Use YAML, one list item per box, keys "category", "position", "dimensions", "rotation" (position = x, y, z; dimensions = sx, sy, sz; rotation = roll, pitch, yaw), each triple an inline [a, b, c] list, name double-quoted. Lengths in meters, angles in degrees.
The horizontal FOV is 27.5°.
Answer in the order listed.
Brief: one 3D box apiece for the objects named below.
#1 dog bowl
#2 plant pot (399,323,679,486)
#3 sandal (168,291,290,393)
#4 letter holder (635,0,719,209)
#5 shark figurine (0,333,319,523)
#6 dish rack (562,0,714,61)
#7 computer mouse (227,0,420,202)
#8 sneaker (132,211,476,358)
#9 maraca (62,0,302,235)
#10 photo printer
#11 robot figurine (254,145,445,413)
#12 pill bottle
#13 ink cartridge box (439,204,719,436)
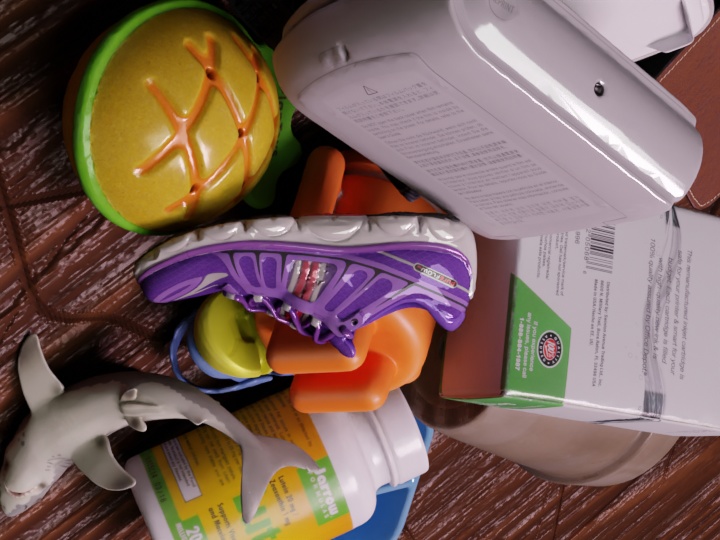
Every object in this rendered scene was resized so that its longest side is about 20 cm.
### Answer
- category: "dog bowl"
  position: [-0.002, 0.165, 1.182]
  dimensions: [0.111, 0.050, 0.201]
  rotation: [-8, 126, -35]
- category: "plant pot"
  position: [0.121, 0.061, 1.086]
  dimensions: [0.173, 0.200, 0.200]
  rotation: [5, 119, -43]
- category: "sandal"
  position: [-0.059, 0.045, 1.034]
  dimensions: [0.087, 0.080, 0.200]
  rotation: [-27, 162, 39]
- category: "letter holder"
  position: [0.239, -0.161, 0.974]
  dimensions: [0.200, 0.101, 0.142]
  rotation: [-47, 136, -3]
- category: "shark figurine"
  position: [-0.141, 0.093, 0.974]
  dimensions: [0.089, 0.214, 0.129]
  rotation: [-38, 123, -72]
- category: "dish rack"
  position: [0.113, -0.164, 0.814]
  dimensions: [0.171, 0.044, 0.200]
  rotation: [-19, 147, 10]
- category: "computer mouse"
  position: [-0.024, -0.116, 0.871]
  dimensions: [0.034, 0.059, 0.200]
  rotation: [-28, 112, 21]
- category: "sneaker"
  position: [-0.032, 0.009, 0.848]
  dimensions: [0.199, 0.081, 0.084]
  rotation: [-1, 89, 3]
- category: "maraca"
  position: [-0.094, -0.089, 0.864]
  dimensions: [0.200, 0.107, 0.138]
  rotation: [-8, 113, -55]
- category: "photo printer"
  position: [0.061, -0.094, 0.795]
  dimensions: [0.200, 0.166, 0.070]
  rotation: [32, 67, -30]
- category: "robot figurine"
  position: [0.000, 0.001, 0.967]
  dimensions: [0.144, 0.200, 0.117]
  rotation: [30, 138, -14]
- category: "pill bottle"
  position: [-0.057, 0.147, 1.052]
  dimensions: [0.199, 0.111, 0.111]
  rotation: [-23, 135, -10]
- category: "ink cartridge box"
  position: [0.162, 0.027, 0.972]
  dimensions: [0.199, 0.083, 0.147]
  rotation: [12, 78, -26]
